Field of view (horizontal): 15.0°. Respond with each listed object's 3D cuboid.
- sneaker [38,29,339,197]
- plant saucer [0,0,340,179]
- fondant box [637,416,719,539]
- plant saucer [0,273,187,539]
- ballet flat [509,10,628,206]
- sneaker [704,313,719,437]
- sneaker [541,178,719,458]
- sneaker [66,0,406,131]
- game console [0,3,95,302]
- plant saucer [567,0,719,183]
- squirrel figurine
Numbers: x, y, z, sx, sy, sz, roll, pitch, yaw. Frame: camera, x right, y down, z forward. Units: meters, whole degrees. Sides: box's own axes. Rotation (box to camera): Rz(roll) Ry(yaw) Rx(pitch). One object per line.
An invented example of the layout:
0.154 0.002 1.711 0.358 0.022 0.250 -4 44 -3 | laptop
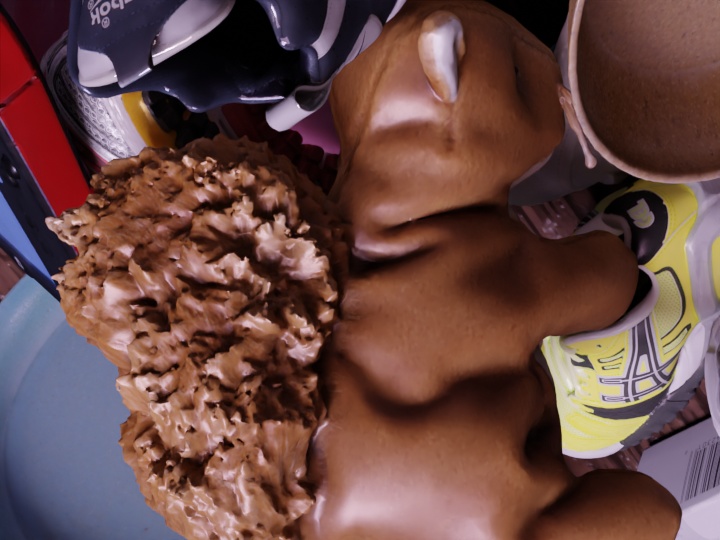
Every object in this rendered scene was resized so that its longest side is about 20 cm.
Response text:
-0.048 -0.022 1.041 0.082 0.078 0.200 -11 123 42 | sneaker
-0.042 -0.087 1.052 0.200 0.051 0.201 11 136 11 | plant saucer
0.232 0.128 1.162 0.200 0.058 0.144 39 135 -21 | fondant box
-0.068 0.060 1.113 0.200 0.200 0.027 4 152 18 | plant saucer
0.100 -0.078 0.985 0.069 0.069 0.200 22 135 -1 | ballet flat
0.208 -0.008 0.958 0.099 0.078 0.200 11 132 -32 | sneaker
0.098 0.011 1.055 0.076 0.075 0.200 -11 152 -24 | sneaker
-0.071 -0.121 0.848 0.079 0.130 0.199 -26 121 38 | sneaker
-0.158 -0.062 1.057 0.200 0.031 0.177 39 156 47 | game console
0.138 -0.119 0.884 0.035 0.200 0.200 48 151 34 | plant saucer
0.000 0.000 0.935 0.200 0.142 0.187 -5 101 -23 | squirrel figurine
